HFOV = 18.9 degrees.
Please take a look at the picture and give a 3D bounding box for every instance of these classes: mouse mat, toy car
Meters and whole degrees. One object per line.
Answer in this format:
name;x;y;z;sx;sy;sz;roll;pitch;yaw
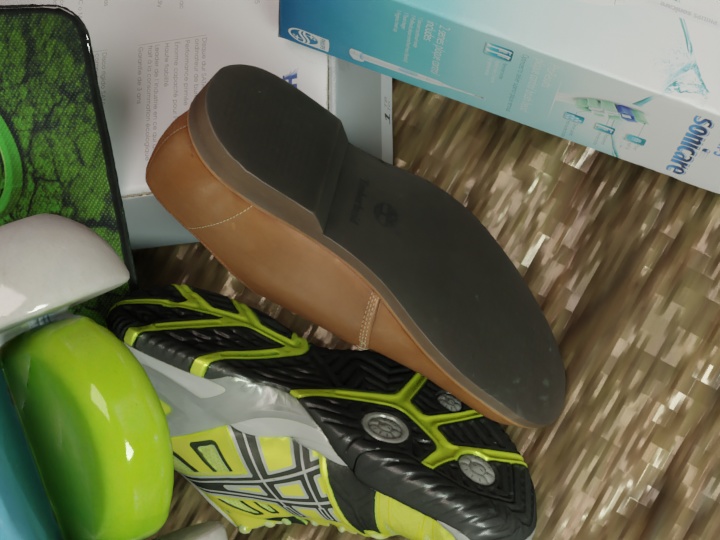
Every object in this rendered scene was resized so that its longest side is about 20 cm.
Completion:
mouse mat;-0.174;-0.017;0.931;0.159;0.008;0.202;-1;115;17
toy car;-0.159;0.084;0.854;0.199;0.149;0.176;-19;91;50

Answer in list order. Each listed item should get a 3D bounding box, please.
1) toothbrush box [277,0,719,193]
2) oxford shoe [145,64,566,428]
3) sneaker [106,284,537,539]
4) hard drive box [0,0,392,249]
toothbrush box;0.082;-0.138;0.862;0.198;0.085;0.148;21;75;2
oxford shoe;0.000;0.000;0.870;0.071;0.200;0.072;-37;20;42
sneaker;-0.018;0.075;0.897;0.199;0.075;0.077;25;120;19
hard drive box;-0.090;-0.094;0.960;0.198;0.077;0.157;-6;73;20
